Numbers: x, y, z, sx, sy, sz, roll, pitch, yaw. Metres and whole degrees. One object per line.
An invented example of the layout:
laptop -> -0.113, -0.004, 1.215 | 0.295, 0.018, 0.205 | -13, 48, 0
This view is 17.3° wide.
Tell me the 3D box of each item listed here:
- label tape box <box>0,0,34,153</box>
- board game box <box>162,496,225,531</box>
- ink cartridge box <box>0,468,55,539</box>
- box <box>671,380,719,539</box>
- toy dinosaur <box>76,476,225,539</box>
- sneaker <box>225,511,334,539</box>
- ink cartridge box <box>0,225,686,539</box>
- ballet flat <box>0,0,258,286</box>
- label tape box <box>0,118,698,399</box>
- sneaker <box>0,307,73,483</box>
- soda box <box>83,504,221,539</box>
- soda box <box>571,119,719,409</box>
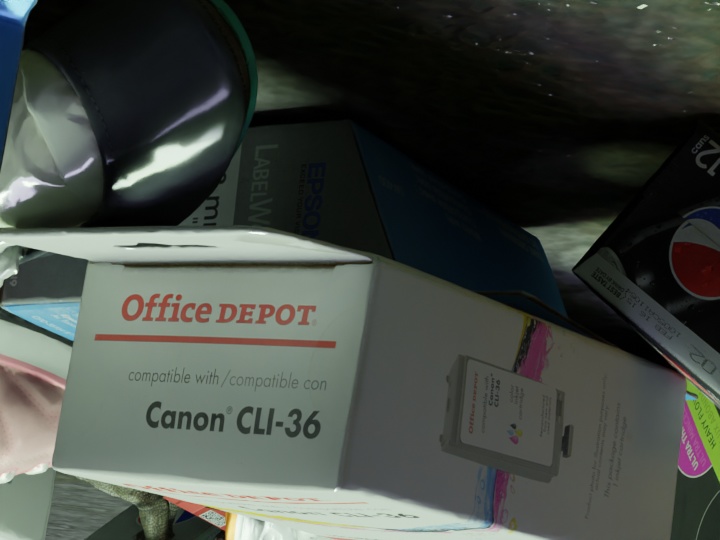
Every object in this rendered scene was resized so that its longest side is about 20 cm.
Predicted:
label tape box -> -0.175, -0.025, 0.603 | 0.144, 0.063, 0.200 | 15, 140, -25
board game box -> 0.009, 0.084, 0.979 | 0.103, 0.019, 0.200 | 30, 146, -20
ink cartridge box -> -0.259, 0.086, 1.203 | 0.145, 0.085, 0.200 | 1, 163, 17
box -> 0.221, 0.126, 0.965 | 0.200, 0.149, 0.124 | 10, 125, -22
toy dinosaur -> -0.075, 0.074, 1.087 | 0.200, 0.103, 0.077 | -12, -173, 13
sneaker -> 0.002, 0.109, 0.936 | 0.092, 0.076, 0.200 | -5, 155, 4
ink cartridge box -> -0.007, 0.041, 0.697 | 0.116, 0.068, 0.200 | -1, 165, 41
ballet flat -> -0.096, -0.032, 0.702 | 0.073, 0.073, 0.200 | 12, 166, -24
label tape box -> 0.000, 0.000, 0.815 | 0.200, 0.063, 0.144 | -2, 164, 30
sneaker -> -0.157, 0.061, 0.994 | 0.200, 0.105, 0.075 | 26, -170, -44
soda box -> -0.074, 0.141, 1.193 | 0.063, 0.068, 0.200 | -2, -164, 27
soda box -> 0.141, 0.022, 0.799 | 0.071, 0.063, 0.200 | 41, -178, 27
